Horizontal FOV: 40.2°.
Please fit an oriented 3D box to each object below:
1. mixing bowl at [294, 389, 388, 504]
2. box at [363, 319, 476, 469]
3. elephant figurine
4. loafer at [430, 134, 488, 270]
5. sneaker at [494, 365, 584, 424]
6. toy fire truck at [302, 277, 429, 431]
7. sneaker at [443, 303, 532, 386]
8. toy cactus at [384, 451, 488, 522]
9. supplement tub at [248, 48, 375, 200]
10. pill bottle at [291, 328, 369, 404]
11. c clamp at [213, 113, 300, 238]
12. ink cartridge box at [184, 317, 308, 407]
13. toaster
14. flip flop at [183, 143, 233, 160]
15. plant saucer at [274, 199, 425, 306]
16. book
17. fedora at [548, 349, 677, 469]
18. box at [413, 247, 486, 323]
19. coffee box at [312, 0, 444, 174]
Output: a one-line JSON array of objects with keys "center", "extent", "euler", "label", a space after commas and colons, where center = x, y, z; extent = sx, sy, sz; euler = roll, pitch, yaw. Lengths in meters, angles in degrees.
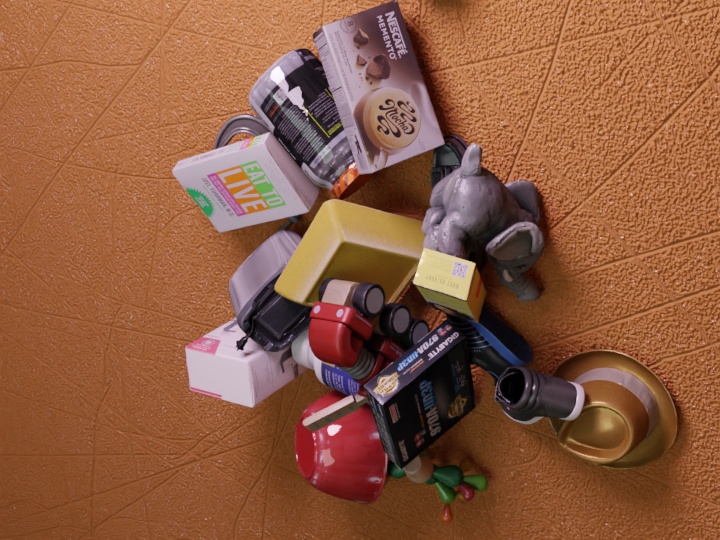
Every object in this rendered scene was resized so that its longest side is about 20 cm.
[{"center": [-0.042, 0.286, 1.611], "extent": [0.199, 0.106, 0.204], "euler": [178, 90, -66], "label": "mixing bowl"}, {"center": [0.092, 0.184, 1.438], "extent": [0.046, 0.158, 0.201], "euler": [42, 160, 34], "label": "box"}, {"center": [0.191, -0.055, 1.308], "extent": [0.197, 0.144, 0.155], "euler": [17, 168, -14], "label": "elephant figurine"}, {"center": [0.136, -0.085, 1.377], "extent": [0.071, 0.063, 0.203], "euler": [2, 113, 36], "label": "loafer"}, {"center": [0.223, 0.170, 1.383], "extent": [0.098, 0.072, 0.200], "euler": [20, 167, -15], "label": "sneaker"}, {"center": [-0.018, 0.132, 1.401], "extent": [0.127, 0.203, 0.175], "euler": [7, 158, 44], "label": "toy fire truck"}, {"center": [0.159, 0.083, 1.443], "extent": [0.200, 0.070, 0.078], "euler": [47, 127, 8], "label": "sneaker"}, {"center": [0.097, 0.328, 1.567], "extent": [0.197, 0.104, 0.165], "euler": [16, 166, 24], "label": "toy cactus"}, {"center": [-0.059, -0.209, 1.423], "extent": [0.201, 0.122, 0.123], "euler": [50, 132, 6], "label": "supplement tub"}, {"center": [-0.006, 0.138, 1.563], "extent": [0.197, 0.119, 0.122], "euler": [19, 123, 28], "label": "pill bottle"}, {"center": [-0.158, -0.148, 1.553], "extent": [0.170, 0.027, 0.200], "euler": [-34, 114, 33], "label": "c clamp"}, {"center": [-0.172, 0.136, 1.635], "extent": [0.144, 0.199, 0.086], "euler": [8, 113, 33], "label": "ink cartridge box"}, {"center": [-0.130, 0.032, 1.557], "extent": [0.200, 0.130, 0.113], "euler": [-45, 123, 7], "label": "toaster"}, {"center": [-0.203, -0.177, 1.598], "extent": [0.197, 0.058, 0.082], "euler": [-17, 122, 25], "label": "flip flop"}, {"center": [0.000, 0.000, 1.443], "extent": [0.201, 0.197, 0.049], "euler": [-56, 35, 38], "label": "plant saucer"}, {"center": [-0.180, -0.135, 1.523], "extent": [0.197, 0.048, 0.134], "euler": [-11, 130, 37], "label": "book"}, {"center": [0.334, 0.208, 1.362], "extent": [0.198, 0.082, 0.204], "euler": [18, 122, 30], "label": "fedora"}, {"center": [0.122, 0.023, 1.300], "extent": [0.074, 0.200, 0.051], "euler": [17, 82, 15], "label": "box"}, {"center": [0.023, -0.245, 1.325], "extent": [0.080, 0.111, 0.203], "euler": [-164, 55, -76], "label": "coffee box"}]
